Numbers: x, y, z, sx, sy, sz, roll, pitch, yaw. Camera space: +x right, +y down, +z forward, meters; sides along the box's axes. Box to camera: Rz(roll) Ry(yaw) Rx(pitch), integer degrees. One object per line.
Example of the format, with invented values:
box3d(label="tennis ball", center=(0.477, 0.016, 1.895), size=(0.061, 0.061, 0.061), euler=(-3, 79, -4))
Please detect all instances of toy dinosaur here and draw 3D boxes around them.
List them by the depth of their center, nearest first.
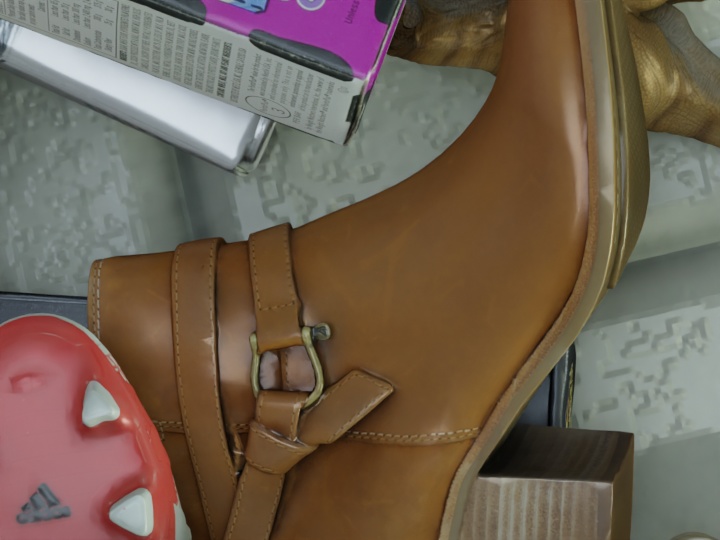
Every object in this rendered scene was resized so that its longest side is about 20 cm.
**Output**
box3d(label="toy dinosaur", center=(0.084, -0.065, 0.816), size=(0.199, 0.060, 0.107), euler=(21, 90, -16))

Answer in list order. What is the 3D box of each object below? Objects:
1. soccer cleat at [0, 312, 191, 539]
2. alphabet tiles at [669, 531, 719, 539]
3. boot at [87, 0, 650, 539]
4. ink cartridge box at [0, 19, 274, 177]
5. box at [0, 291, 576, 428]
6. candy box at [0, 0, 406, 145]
box3d(label="soccer cleat", center=(-0.068, 0.108, 0.759), size=(0.068, 0.085, 0.201), euler=(-17, 96, 4))
box3d(label="alphabet tiles", center=(0.096, 0.184, 0.794), size=(0.195, 0.015, 0.201), euler=(25, 86, -7))
box3d(label="boot", center=(0.000, 0.000, 0.760), size=(0.154, 0.074, 0.201), euler=(4, 96, 12))
box3d(label="ink cartridge box", center=(-0.092, -0.133, 0.812), size=(0.199, 0.084, 0.145), euler=(25, 89, 1))
box3d(label="box", center=(-0.038, 0.110, 0.829), size=(0.199, 0.050, 0.200), euler=(4, 89, 7))
box3d(label="candy box", center=(-0.070, -0.134, 0.727), size=(0.199, 0.061, 0.137), euler=(21, 73, -1))
